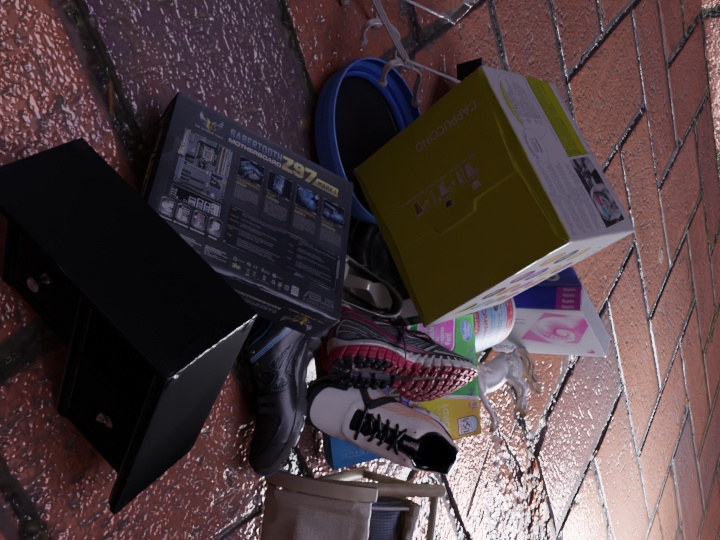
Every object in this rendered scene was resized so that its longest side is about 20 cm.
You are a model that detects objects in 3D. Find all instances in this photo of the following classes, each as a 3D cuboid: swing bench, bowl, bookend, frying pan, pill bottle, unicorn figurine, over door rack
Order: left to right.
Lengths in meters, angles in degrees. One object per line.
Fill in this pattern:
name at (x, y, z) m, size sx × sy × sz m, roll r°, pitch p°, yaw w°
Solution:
bookend at (-0.203, 0.046, 0.576) m, size 0.200 × 0.200 × 0.092 m, roll 43°, pitch 43°, yaw 11°
swing bench at (-0.016, 0.333, 0.827) m, size 0.198 × 0.128 × 0.204 m, roll 17°, pitch 78°, yaw -52°
frying pan at (0.001, -0.018, 0.925) m, size 0.188 × 0.030 × 0.118 m, roll 4°, pitch 86°, yaw -56°
bowl at (0.016, -0.156, 0.915) m, size 0.199 × 0.039 × 0.206 m, roll 10°, pitch 78°, yaw -52°
over door rack at (0.077, -0.276, 0.920) m, size 0.196 × 0.067 × 0.150 m, roll -4°, pitch 60°, yaw -36°
pill bottle at (0.127, 0.068, 1.027) m, size 0.198 × 0.107 × 0.112 m, roll -10°, pitch 99°, yaw -52°
unicorn figurine at (0.199, 0.176, 1.155) m, size 0.198 × 0.073 × 0.141 m, roll -22°, pitch 100°, yaw -41°

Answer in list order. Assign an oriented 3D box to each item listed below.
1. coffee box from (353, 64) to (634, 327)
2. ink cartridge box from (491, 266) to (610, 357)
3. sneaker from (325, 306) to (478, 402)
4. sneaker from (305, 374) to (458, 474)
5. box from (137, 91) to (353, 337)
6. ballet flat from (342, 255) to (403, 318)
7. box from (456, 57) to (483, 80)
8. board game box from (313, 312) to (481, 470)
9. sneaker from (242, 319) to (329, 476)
coffee box at (0.149, -0.080, 0.839) m, size 0.196 × 0.198 × 0.204 m, roll -9°, pitch 70°, yaw -52°
ink cartridge box at (0.258, 0.066, 1.131) m, size 0.200 × 0.193 × 0.044 m, roll 47°, pitch 54°, yaw -42°
sneaker at (0.051, 0.091, 0.828) m, size 0.197 × 0.081 × 0.076 m, roll 19°, pitch 46°, yaw -32°
sneaker at (0.027, 0.172, 0.826) m, size 0.196 × 0.080 × 0.075 m, roll 20°, pitch 93°, yaw -18°
box at (-0.102, -0.048, 0.677) m, size 0.197 × 0.051 × 0.161 m, roll 24°, pitch 55°, yaw -28°
ballet flat at (-0.021, 0.006, 0.841) m, size 0.198 × 0.068 × 0.071 m, roll 31°, pitch 67°, yaw -40°
box at (0.189, -0.170, 1.092) m, size 0.200 × 0.046 × 0.197 m, roll 51°, pitch 36°, yaw -52°
board game box at (0.046, 0.139, 0.892) m, size 0.195 × 0.040 × 0.157 m, roll -10°, pitch 100°, yaw -18°
sneaker at (-0.093, 0.110, 0.782) m, size 0.080 × 0.073 × 0.205 m, roll 19°, pitch 77°, yaw -24°
